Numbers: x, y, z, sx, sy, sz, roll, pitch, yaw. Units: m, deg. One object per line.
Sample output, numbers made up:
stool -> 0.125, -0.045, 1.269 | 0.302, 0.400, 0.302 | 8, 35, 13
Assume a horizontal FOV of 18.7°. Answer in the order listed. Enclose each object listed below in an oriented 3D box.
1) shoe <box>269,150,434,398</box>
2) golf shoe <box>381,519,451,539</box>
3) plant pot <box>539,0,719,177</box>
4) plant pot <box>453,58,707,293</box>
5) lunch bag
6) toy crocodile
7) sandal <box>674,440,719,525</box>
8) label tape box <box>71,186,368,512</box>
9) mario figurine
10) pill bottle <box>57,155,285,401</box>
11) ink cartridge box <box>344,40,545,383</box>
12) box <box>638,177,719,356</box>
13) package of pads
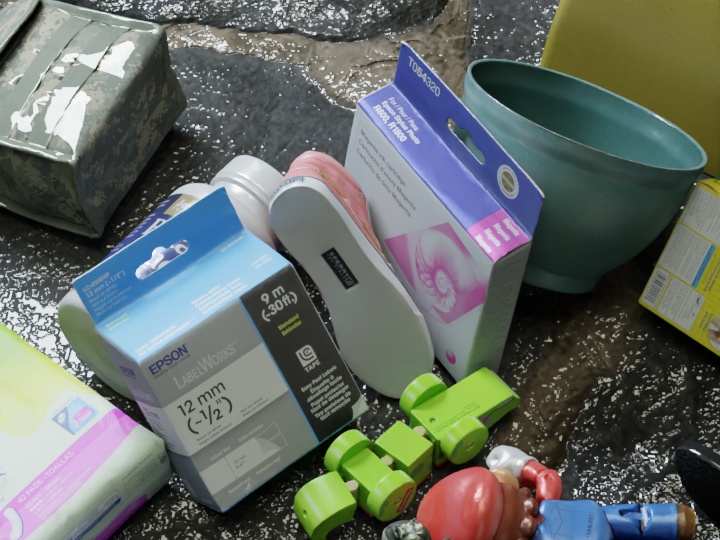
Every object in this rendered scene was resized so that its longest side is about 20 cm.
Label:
shoe -> 0.000, 0.000, 1.712 | 0.071, 0.200, 0.091 | -27, 17, 18
golf shoe -> 0.077, 0.262, 1.532 | 0.077, 0.088, 0.200 | -27, 52, -27
plant pot -> 0.281, -0.234, 1.839 | 0.200, 0.176, 0.200 | 28, 60, 24
plant pot -> 0.155, -0.066, 1.724 | 0.200, 0.134, 0.200 | 19, 20, -7
lunch bag -> -0.275, -0.141, 1.843 | 0.200, 0.118, 0.164 | 16, 56, 23
toy crocodile -> 0.037, 0.139, 1.655 | 0.200, 0.062, 0.068 | -34, 57, -25
sandal -> 0.319, 0.180, 1.591 | 0.200, 0.075, 0.045 | 30, 63, 15
label tape box -> -0.104, 0.058, 1.640 | 0.143, 0.200, 0.066 | -34, 19, -19
mario figurine -> 0.139, 0.199, 1.603 | 0.200, 0.106, 0.123 | 11, 18, 0
pill bottle -> -0.136, 0.001, 1.734 | 0.111, 0.111, 0.200 | 31, 61, 24
ink cartridge box -> 0.055, -0.042, 1.697 | 0.043, 0.200, 0.196 | -20, 52, -27
box -> 0.324, 0.026, 1.677 | 0.200, 0.117, 0.048 | 37, 26, 28
package of pads -> -0.267, 0.145, 1.663 | 0.200, 0.068, 0.155 | 32, 61, 28
